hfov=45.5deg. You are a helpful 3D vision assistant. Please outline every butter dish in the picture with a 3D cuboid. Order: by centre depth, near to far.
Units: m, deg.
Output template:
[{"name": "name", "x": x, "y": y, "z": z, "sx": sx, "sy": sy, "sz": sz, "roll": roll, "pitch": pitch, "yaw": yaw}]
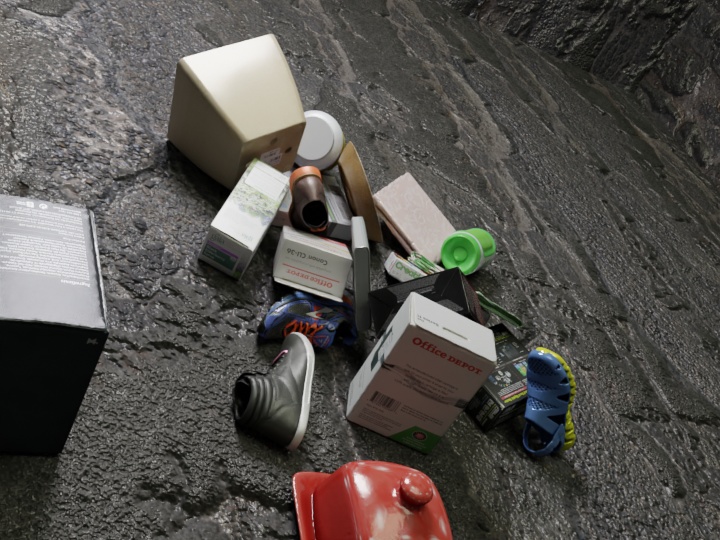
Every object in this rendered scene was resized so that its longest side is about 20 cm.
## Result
[{"name": "butter dish", "x": 0.037, "y": 0.302, "z": 1.035, "sx": 0.197, "sy": 0.149, "sz": 0.201, "roll": 17, "pitch": 34, "yaw": -27}]

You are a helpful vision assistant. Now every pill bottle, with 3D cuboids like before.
[{"name": "pill bottle", "x": -0.087, "y": -0.250, "z": 1.669, "sx": 0.111, "sy": 0.113, "sz": 0.200, "roll": 32, "pitch": 4, "yaw": -2}]

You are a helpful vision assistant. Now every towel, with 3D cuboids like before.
[{"name": "towel", "x": 0.189, "y": 0.032, "z": 1.560, "sx": 0.152, "sy": 0.024, "sz": 0.199, "roll": 29, "pitch": 3, "yaw": -40}, {"name": "towel", "x": 0.113, "y": -0.099, "z": 1.753, "sx": 0.192, "sy": 0.032, "sz": 0.200, "roll": 51, "pitch": 32, "yaw": 1}]

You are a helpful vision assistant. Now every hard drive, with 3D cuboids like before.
[{"name": "hard drive", "x": 0.000, "y": 0.000, "z": 1.400, "sx": 0.026, "sy": 0.134, "sz": 0.200, "roll": -2, "pitch": 17, "yaw": -2}]

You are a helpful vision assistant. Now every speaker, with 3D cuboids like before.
[{"name": "speaker", "x": 0.217, "y": -0.039, "z": 1.713, "sx": 0.088, "sy": 0.089, "sz": 0.200, "roll": 40, "pitch": 16, "yaw": 12}]

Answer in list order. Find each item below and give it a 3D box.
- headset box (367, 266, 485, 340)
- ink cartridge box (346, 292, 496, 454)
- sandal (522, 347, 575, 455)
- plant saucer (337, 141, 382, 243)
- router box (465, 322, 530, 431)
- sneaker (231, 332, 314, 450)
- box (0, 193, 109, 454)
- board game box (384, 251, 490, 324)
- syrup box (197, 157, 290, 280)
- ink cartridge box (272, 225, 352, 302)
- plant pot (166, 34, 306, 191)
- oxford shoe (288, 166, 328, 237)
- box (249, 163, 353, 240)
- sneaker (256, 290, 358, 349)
[{"name": "headset box", "x": 0.111, "y": 0.071, "z": 1.350, "sx": 0.200, "sy": 0.147, "sz": 0.079, "roll": 38, "pitch": 38, "yaw": -68}, {"name": "ink cartridge box", "x": 0.087, "y": 0.151, "z": 1.244, "sx": 0.145, "sy": 0.201, "sz": 0.084, "roll": 26, "pitch": 31, "yaw": -12}, {"name": "sandal", "x": 0.300, "y": 0.222, "z": 1.392, "sx": 0.086, "sy": 0.203, "sz": 0.079, "roll": -26, "pitch": 24, "yaw": -33}, {"name": "plant saucer", "x": -0.006, "y": -0.143, "z": 1.634, "sx": 0.035, "sy": 0.202, "sz": 0.202, "roll": -18, "pitch": 45, "yaw": -3}, {"name": "router box", "x": 0.231, "y": 0.178, "z": 1.477, "sx": 0.198, "sy": 0.063, "sz": 0.150, "roll": -10, "pitch": 50, "yaw": -50}, {"name": "sneaker", "x": -0.122, "y": 0.145, "z": 1.180, "sx": 0.098, "sy": 0.071, "sz": 0.202, "roll": 26, "pitch": 35, "yaw": -21}, {"name": "box", "x": -0.368, "y": 0.060, "z": 0.943, "sx": 0.122, "sy": 0.201, "sz": 0.198, "roll": 8, "pitch": 38, "yaw": -32}, {"name": "board game box", "x": 0.138, "y": 0.035, "z": 1.573, "sx": 0.198, "sy": 0.035, "sz": 0.126, "roll": 31, "pitch": 5, "yaw": -5}, {"name": "syrup box", "x": -0.186, "y": -0.087, "z": 1.407, "sx": 0.078, "sy": 0.082, "sz": 0.201, "roll": 28, "pitch": 44, "yaw": -6}, {"name": "ink cartridge box", "x": -0.077, "y": -0.013, "z": 1.365, "sx": 0.115, "sy": 0.069, "sz": 0.200, "roll": 17, "pitch": 9, "yaw": -9}, {"name": "plant pot", "x": -0.206, "y": -0.265, "z": 1.525, "sx": 0.198, "sy": 0.201, "sz": 0.178, "roll": -25, "pitch": 67, "yaw": -31}, {"name": "oxford shoe", "x": -0.085, "y": -0.088, "z": 1.464, "sx": 0.070, "sy": 0.201, "sz": 0.073, "roll": -16, "pitch": 60, "yaw": -4}, {"name": "box", "x": -0.116, "y": -0.136, "z": 1.617, "sx": 0.198, "sy": 0.041, "sz": 0.157, "roll": 11, "pitch": 37, "yaw": -35}, {"name": "sneaker", "x": -0.073, "y": 0.082, "z": 1.319, "sx": 0.198, "sy": 0.076, "sz": 0.079, "roll": -4, "pitch": 49, "yaw": -44}]
